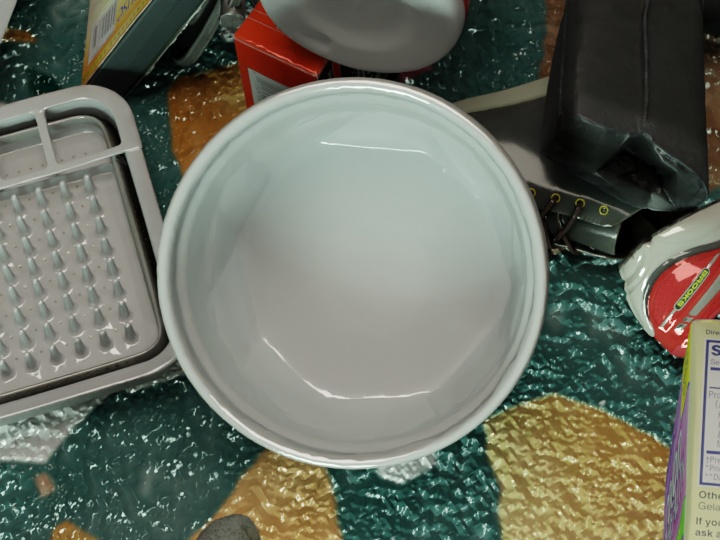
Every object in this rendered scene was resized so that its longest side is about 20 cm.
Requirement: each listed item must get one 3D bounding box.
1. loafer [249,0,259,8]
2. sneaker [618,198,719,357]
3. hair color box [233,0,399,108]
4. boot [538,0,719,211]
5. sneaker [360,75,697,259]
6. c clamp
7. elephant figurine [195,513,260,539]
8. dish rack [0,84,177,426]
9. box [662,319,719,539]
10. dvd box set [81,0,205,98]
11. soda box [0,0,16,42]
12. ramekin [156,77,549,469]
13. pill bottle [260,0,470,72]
[{"bbox_3d":[-0.050,-0.249,1.303,0.073,0.072,0.200,-4,61,1],"label":"loafer"},{"bbox_3d":[0.240,-0.010,1.156,0.200,0.077,0.085,-24,84,-11],"label":"sneaker"},{"bbox_3d":[0.007,-0.170,1.237,0.061,0.102,0.200,26,66,17],"label":"hair color box"},{"bbox_3d":[0.187,-0.115,1.169,0.165,0.066,0.200,15,44,-5],"label":"boot"},{"bbox_3d":[0.085,-0.040,1.169,0.200,0.075,0.106,-24,58,-10],"label":"sneaker"},{"bbox_3d":[-0.078,-0.211,1.241,0.027,0.171,0.200,12,53,-18],"label":"c clamp"},{"bbox_3d":[-0.156,0.199,1.040,0.141,0.155,0.200,-31,37,37],"label":"elephant figurine"},{"bbox_3d":[-0.194,-0.001,1.189,0.171,0.044,0.200,-16,60,-6],"label":"dish rack"},{"bbox_3d":[0.194,0.153,0.992,0.097,0.176,0.200,5,61,7],"label":"box"},{"bbox_3d":[-0.121,-0.220,1.257,0.029,0.146,0.200,16,56,-24],"label":"dvd box set"},{"bbox_3d":[-0.239,-0.187,1.274,0.064,0.068,0.200,27,60,-19],"label":"soda box"},{"bbox_3d":[0.000,0.000,1.100,0.200,0.105,0.200,0,92,6],"label":"ramekin"},{"bbox_3d":[0.023,-0.219,1.141,0.114,0.114,0.200,11,61,11],"label":"pill bottle"}]
